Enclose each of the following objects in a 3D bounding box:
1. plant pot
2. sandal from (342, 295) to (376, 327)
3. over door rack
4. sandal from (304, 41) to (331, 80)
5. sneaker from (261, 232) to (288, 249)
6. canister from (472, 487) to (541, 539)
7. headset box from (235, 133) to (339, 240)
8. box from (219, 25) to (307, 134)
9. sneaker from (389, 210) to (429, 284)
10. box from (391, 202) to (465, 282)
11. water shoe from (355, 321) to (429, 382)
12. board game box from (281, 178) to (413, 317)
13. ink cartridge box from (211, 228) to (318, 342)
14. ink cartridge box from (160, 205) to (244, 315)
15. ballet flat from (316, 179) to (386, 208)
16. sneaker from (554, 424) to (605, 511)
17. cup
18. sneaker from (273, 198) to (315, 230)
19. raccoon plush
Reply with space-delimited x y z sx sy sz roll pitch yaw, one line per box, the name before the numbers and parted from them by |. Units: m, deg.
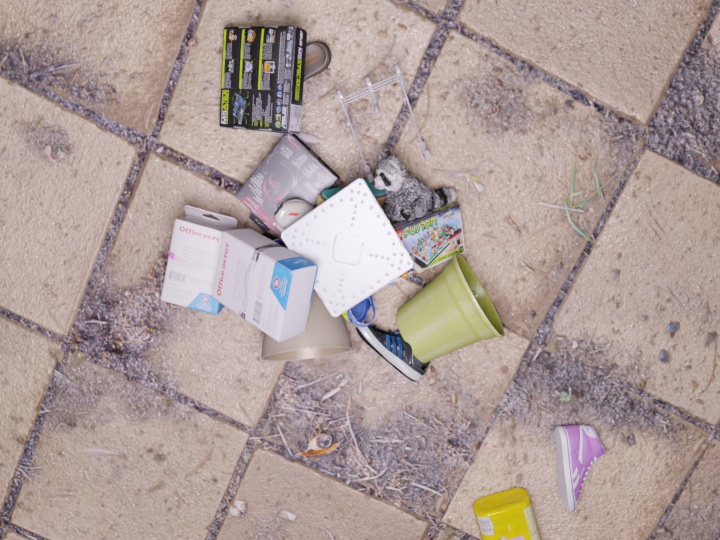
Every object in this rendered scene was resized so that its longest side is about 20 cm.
plant pot | 0.181 0.096 1.289 0.182 0.201 0.203 -32 99 17
sandal | -0.002 0.037 1.254 0.078 0.087 0.204 -16 121 -15
over door rack | 0.046 -0.309 1.268 0.145 0.067 0.204 -21 105 4
sandal | -0.150 -0.409 1.254 0.196 0.055 0.083 -26 99 10
sneaker | -0.219 0.001 1.323 0.099 0.069 0.202 44 124 20
canister | 0.359 0.638 1.430 0.145 0.087 0.205 -16 99 4
headset box | -0.161 -0.173 1.289 0.148 0.075 0.201 40 99 -7
box | -0.202 -0.388 1.223 0.189 0.047 0.206 11 102 31
sneaker | 0.113 -0.049 1.305 0.073 0.082 0.203 31 99 -6
box | 0.135 -0.062 1.265 0.197 0.034 0.113 -23 111 -31
water shoe | 0.074 0.165 1.362 0.199 0.071 0.079 42 80 -13
board game box | -0.025 -0.043 1.186 0.198 0.026 0.202 -32 98 10
ink cartridge box | -0.191 0.023 1.183 0.198 0.085 0.150 28 115 31
ink cartridge box | -0.334 -0.030 1.293 0.125 0.125 0.205 15 101 -2
ballet flat | -0.017 -0.149 1.269 0.069 0.197 0.064 48 135 31
sneaker | 0.520 0.461 1.402 0.111 0.073 0.206 -5 101 -1
cup | -0.122 0.110 1.300 0.195 0.201 0.147 -8 76 2
sneaker | -0.090 -0.075 1.242 0.071 0.094 0.198 -48 137 9
raccoon plush | 0.108 -0.192 1.257 0.198 0.096 0.137 -25 117 -37
